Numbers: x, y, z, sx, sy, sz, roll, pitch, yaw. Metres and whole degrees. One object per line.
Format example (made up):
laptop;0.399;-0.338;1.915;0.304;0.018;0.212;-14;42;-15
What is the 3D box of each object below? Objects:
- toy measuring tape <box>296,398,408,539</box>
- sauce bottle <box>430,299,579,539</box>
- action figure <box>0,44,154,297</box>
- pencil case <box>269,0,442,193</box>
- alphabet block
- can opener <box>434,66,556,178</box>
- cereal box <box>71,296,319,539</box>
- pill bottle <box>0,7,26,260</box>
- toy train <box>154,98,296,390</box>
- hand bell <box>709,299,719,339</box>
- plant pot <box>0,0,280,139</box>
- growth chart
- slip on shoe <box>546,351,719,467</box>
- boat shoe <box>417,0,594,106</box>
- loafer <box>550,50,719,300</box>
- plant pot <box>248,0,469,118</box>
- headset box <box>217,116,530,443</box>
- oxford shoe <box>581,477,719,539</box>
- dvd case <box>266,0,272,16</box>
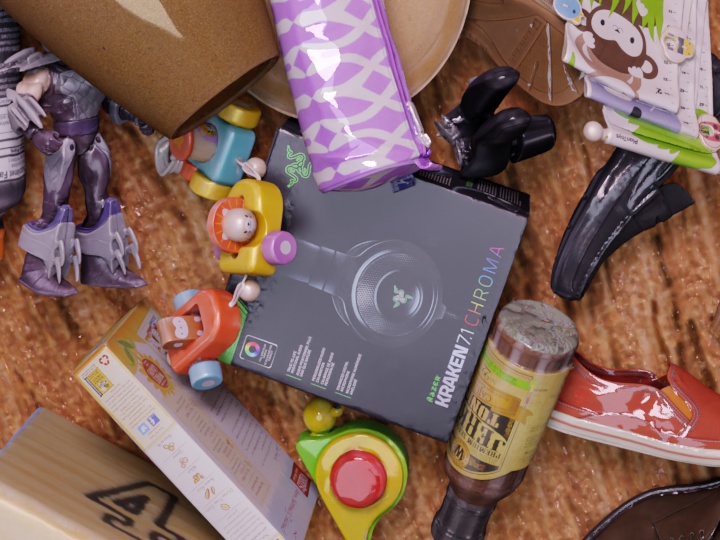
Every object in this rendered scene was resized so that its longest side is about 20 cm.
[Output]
toy measuring tape;0.020;0.178;1.479;0.073;0.074;0.201;-28;98;10
sauce bottle;0.098;0.118;1.441;0.064;0.065;0.201;18;120;1
action figure;-0.197;-0.086;1.417;0.069;0.129;0.202;12;108;44
pencil case;-0.010;-0.148;1.327;0.085;0.084;0.202;-16;90;31
alphabet block;-0.204;0.244;1.447;0.199;0.196;0.197;29;104;-2
can opener;0.090;-0.106;1.351;0.078;0.200;0.064;-24;83;0
cereal box;-0.113;0.118;1.439;0.039;0.144;0.200;-40;95;11
pill bottle;-0.291;-0.104;1.427;0.105;0.106;0.202;1;102;5
toy train;-0.115;-0.030;1.386;0.150;0.055;0.202;-35;58;41
hand bell;0.308;-0.029;1.412;0.104;0.104;0.201;32;114;-2
plant pot;-0.146;-0.194;1.317;0.186;0.186;0.201;-37;89;11
growth chart;0.188;-0.162;1.352;0.143;0.018;0.202;8;68;-27
slip on shoe;0.229;0.100;1.445;0.198;0.074;0.062;12;100;7
boat shoe;0.098;-0.193;1.397;0.200;0.072;0.072;44;117;17
loafer;0.201;-0.060;1.412;0.070;0.068;0.202;32;99;6
plant pot;-0.017;-0.203;1.383;0.198;0.027;0.202;2;98;16
headset box;0.000;0.000;1.430;0.198;0.093;0.176;20;102;1
oxford shoe;0.236;0.196;1.456;0.199;0.084;0.073;-27;100;11
dvd case;-0.089;-0.269;1.417;0.198;0.025;0.151;25;103;0
